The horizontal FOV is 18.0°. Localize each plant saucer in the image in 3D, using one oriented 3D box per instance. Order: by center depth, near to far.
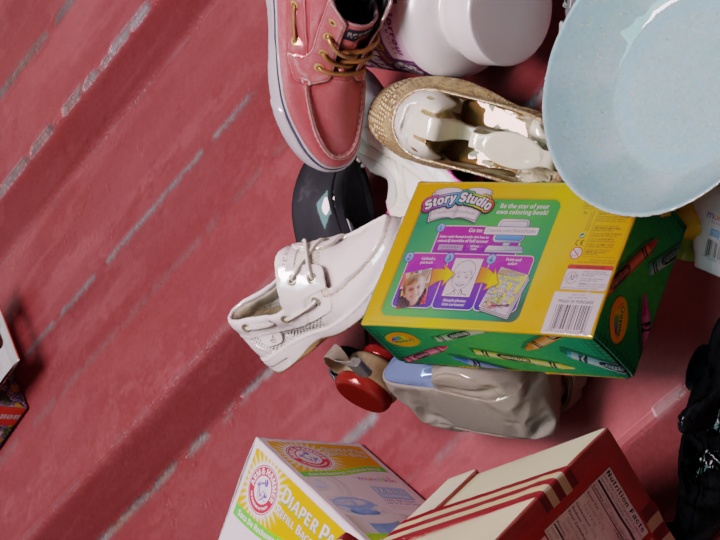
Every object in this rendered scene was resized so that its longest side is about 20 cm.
[{"bbox_3d":[0.206,-0.126,1.475,0.201,0.039,0.201,-20,61,39],"label":"plant saucer"}]

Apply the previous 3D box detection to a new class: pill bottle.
[{"bbox_3d":[0.048,-0.203,1.720,0.200,0.112,0.112,14,96,51],"label":"pill bottle"}]

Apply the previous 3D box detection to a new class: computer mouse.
[{"bbox_3d":[0.000,0.000,1.767,0.140,0.046,0.200,3,104,50],"label":"computer mouse"}]

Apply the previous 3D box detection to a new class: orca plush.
[{"bbox_3d":[0.222,0.100,1.499,0.105,0.071,0.200,51,123,41],"label":"orca plush"}]

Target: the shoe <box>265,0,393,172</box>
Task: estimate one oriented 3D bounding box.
[{"bbox_3d":[-0.020,-0.166,1.670,0.091,0.071,0.200,15,117,57],"label":"shoe"}]

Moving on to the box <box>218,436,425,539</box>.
[{"bbox_3d":[-0.005,0.218,1.728,0.200,0.112,0.102,39,114,47],"label":"box"}]

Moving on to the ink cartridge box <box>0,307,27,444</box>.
[{"bbox_3d":[-0.377,0.114,2.244,0.200,0.050,0.109,-51,49,32],"label":"ink cartridge box"}]

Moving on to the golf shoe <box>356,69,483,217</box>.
[{"bbox_3d":[0.048,-0.091,1.748,0.092,0.075,0.200,-44,58,24],"label":"golf shoe"}]

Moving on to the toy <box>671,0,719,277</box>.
[{"bbox_3d":[0.241,-0.104,1.524,0.115,0.047,0.200,27,111,45],"label":"toy"}]

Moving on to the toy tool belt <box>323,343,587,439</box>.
[{"bbox_3d":[0.080,0.051,1.665,0.200,0.125,0.123,4,57,48],"label":"toy tool belt"}]

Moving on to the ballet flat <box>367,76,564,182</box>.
[{"bbox_3d":[0.082,-0.101,1.650,0.200,0.065,0.071,13,97,28],"label":"ballet flat"}]

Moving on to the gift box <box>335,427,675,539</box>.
[{"bbox_3d":[0.089,0.228,1.505,0.187,0.200,0.185,-26,93,45],"label":"gift box"}]

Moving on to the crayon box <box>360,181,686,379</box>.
[{"bbox_3d":[0.108,0.003,1.542,0.200,0.058,0.119,2,60,41],"label":"crayon box"}]

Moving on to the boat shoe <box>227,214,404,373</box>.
[{"bbox_3d":[-0.035,0.010,1.714,0.200,0.069,0.071,-41,21,42],"label":"boat shoe"}]

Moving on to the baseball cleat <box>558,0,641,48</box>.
[{"bbox_3d":[0.160,-0.212,1.621,0.106,0.070,0.200,120,149,-51],"label":"baseball cleat"}]
